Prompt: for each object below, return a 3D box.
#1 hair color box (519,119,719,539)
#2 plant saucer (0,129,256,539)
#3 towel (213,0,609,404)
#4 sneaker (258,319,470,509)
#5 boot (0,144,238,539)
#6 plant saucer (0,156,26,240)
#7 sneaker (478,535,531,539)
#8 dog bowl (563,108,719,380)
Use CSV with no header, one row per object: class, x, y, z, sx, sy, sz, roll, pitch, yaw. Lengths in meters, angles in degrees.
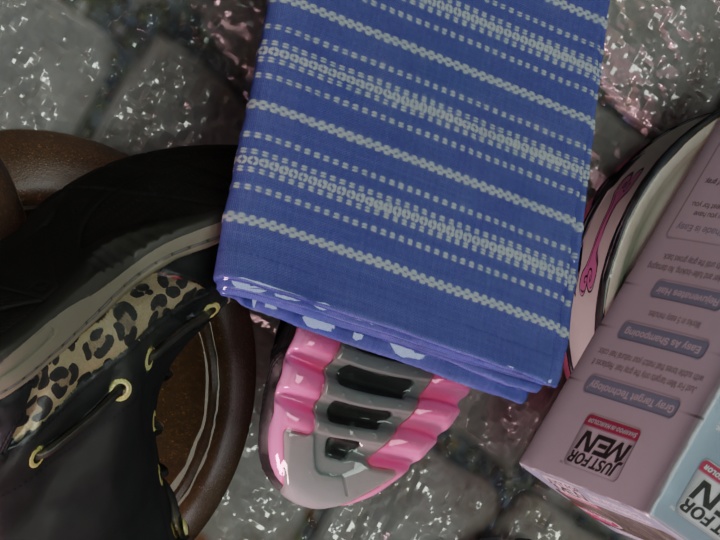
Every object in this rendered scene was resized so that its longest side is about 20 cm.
hair color box,0.155,0.014,0.852,0.061,0.099,0.200,35,81,-24
plant saucer,-0.128,0.046,0.846,0.199,0.032,0.201,-3,96,-25
towel,0.024,-0.062,0.819,0.144,0.024,0.201,19,69,-23
sneaker,0.000,0.000,0.859,0.079,0.095,0.201,28,70,-26
boot,-0.086,0.049,0.805,0.200,0.073,0.151,-39,132,-47
plant saucer,-0.215,0.007,0.777,0.199,0.034,0.201,0,89,-12
sneaker,0.038,0.204,0.905,0.077,0.080,0.201,12,60,15
dog bowl,0.174,0.019,0.956,0.199,0.074,0.201,-3,97,-24
